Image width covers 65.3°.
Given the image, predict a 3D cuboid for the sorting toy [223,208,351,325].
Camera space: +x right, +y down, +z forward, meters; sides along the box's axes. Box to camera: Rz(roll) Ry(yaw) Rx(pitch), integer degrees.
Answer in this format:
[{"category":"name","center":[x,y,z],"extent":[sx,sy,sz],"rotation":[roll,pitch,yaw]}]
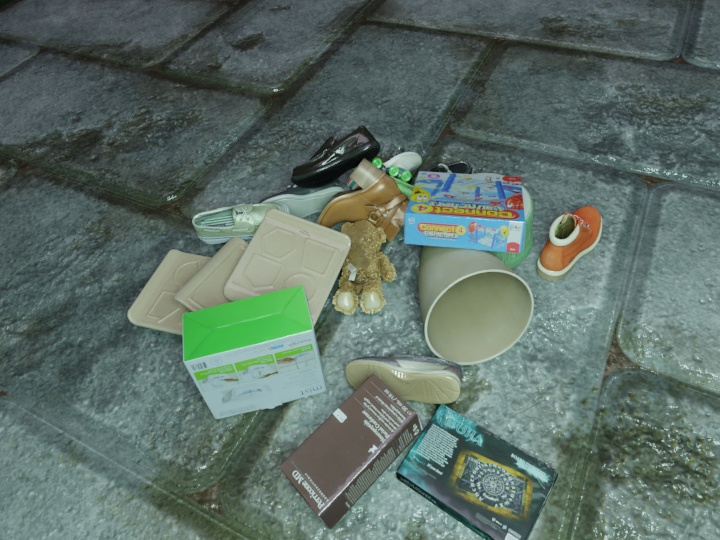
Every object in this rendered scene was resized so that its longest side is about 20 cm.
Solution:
[{"category":"sorting toy","center":[-0.133,-0.004,1.051],"extent":[0.182,0.037,0.203],"rotation":[19,64,9]}]

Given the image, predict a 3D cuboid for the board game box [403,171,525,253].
[{"category":"board game box","center":[0.185,-0.109,0.989],"extent":[0.195,0.057,0.197],"rotation":[5,31,11]}]

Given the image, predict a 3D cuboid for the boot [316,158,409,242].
[{"category":"boot","center":[0.007,-0.110,1.165],"extent":[0.154,0.200,0.074],"rotation":[41,29,-6]}]

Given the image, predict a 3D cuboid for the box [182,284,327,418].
[{"category":"box","center":[-0.164,0.137,0.906],"extent":[0.196,0.178,0.098],"rotation":[-14,49,-5]}]

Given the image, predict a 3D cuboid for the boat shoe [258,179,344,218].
[{"category":"boat shoe","center":[-0.131,-0.160,1.226],"extent":[0.196,0.075,0.061],"rotation":[-16,52,-10]}]

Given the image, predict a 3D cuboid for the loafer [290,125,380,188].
[{"category":"loafer","center":[-0.057,-0.235,1.162],"extent":[0.197,0.073,0.073],"rotation":[-23,75,6]}]

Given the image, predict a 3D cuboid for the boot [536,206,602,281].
[{"category":"boot","center":[0.411,-0.078,1.073],"extent":[0.074,0.109,0.200],"rotation":[27,55,30]}]

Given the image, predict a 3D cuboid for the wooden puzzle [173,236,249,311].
[{"category":"wooden puzzle","center":[-0.218,0.046,1.058],"extent":[0.198,0.038,0.186],"rotation":[32,52,8]}]

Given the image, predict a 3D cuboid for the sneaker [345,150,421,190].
[{"category":"sneaker","center":[0.067,-0.196,1.260],"extent":[0.197,0.070,0.095],"rotation":[-24,76,-25]}]

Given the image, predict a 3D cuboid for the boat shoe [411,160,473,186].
[{"category":"boat shoe","center":[0.168,-0.200,1.241],"extent":[0.197,0.061,0.074],"rotation":[-26,50,-15]}]

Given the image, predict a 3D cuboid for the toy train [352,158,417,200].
[{"category":"toy train","center":[0.074,-0.186,1.176],"extent":[0.197,0.042,0.057],"rotation":[26,92,12]}]

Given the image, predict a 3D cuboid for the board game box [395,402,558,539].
[{"category":"board game box","center":[0.169,0.298,0.819],"extent":[0.198,0.028,0.135],"rotation":[26,56,28]}]

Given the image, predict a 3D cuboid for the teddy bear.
[{"category":"teddy bear","center":[0.000,0.000,1.093],"extent":[0.142,0.067,0.203],"rotation":[-20,55,2]}]

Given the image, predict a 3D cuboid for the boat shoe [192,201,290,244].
[{"category":"boat shoe","center":[-0.238,-0.098,1.123],"extent":[0.196,0.062,0.073],"rotation":[-14,70,3]}]

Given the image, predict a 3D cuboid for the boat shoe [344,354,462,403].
[{"category":"boat shoe","center":[0.072,0.172,0.923],"extent":[0.196,0.073,0.065],"rotation":[0,22,24]}]

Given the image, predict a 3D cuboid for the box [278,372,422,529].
[{"category":"box","center":[-0.012,0.262,0.831],"extent":[0.200,0.076,0.100],"rotation":[-43,55,-17]}]

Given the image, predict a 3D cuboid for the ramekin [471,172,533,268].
[{"category":"ramekin","center":[0.249,-0.102,1.118],"extent":[0.195,0.099,0.203],"rotation":[-3,48,4]}]

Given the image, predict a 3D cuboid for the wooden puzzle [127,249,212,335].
[{"category":"wooden puzzle","center":[-0.320,0.053,1.094],"extent":[0.196,0.047,0.187],"rotation":[13,51,11]}]

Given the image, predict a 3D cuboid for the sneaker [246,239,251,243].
[{"category":"sneaker","center":[-0.226,-0.078,1.176],"extent":[0.195,0.074,0.072],"rotation":[0,45,8]}]

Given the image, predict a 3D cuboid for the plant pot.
[{"category":"plant pot","center":[0.175,0.025,0.981],"extent":[0.183,0.190,0.201],"rotation":[-12,34,-4]}]
